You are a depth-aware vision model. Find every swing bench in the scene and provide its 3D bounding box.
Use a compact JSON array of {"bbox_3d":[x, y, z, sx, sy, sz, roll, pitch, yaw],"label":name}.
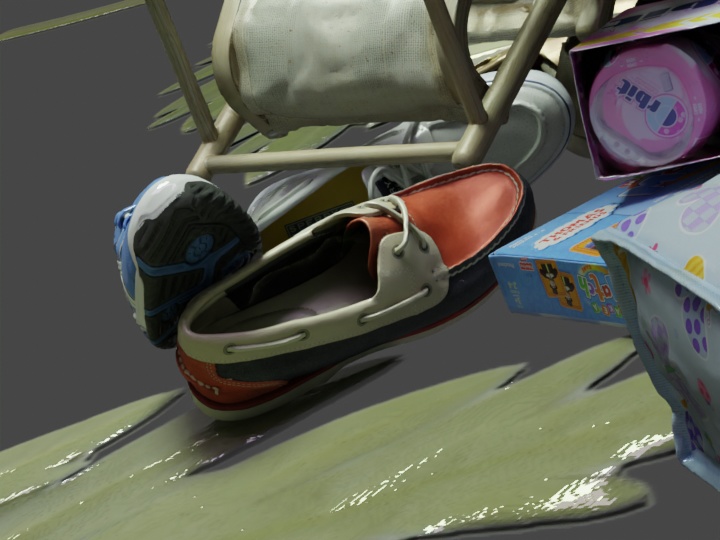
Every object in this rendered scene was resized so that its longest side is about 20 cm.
[{"bbox_3d":[0.013,-0.149,1.383,0.199,0.130,0.200,0,31,39],"label":"swing bench"}]

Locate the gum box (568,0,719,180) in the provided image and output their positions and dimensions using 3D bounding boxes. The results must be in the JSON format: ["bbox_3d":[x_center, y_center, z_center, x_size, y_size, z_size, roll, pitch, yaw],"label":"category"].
[{"bbox_3d":[0.210,-0.101,1.200,0.200,0.066,0.114,-10,11,21],"label":"gum box"}]

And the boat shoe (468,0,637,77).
[{"bbox_3d":[0.123,-0.111,1.516,0.200,0.074,0.066,-20,27,14],"label":"boat shoe"}]

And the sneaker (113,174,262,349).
[{"bbox_3d":[-0.094,-0.008,1.263,0.076,0.077,0.200,-41,-13,-10],"label":"sneaker"}]

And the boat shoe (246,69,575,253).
[{"bbox_3d":[0.021,-0.045,1.396,0.202,0.075,0.086,-21,14,13],"label":"boat shoe"}]

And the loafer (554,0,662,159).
[{"bbox_3d":[0.193,-0.132,1.430,0.200,0.068,0.076,-31,45,-8],"label":"loafer"}]

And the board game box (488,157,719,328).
[{"bbox_3d":[0.171,-0.020,1.157,0.151,0.037,0.200,-28,16,-23],"label":"board game box"}]

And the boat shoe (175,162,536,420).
[{"bbox_3d":[0.000,0.000,1.237,0.200,0.063,0.071,-29,55,-15],"label":"boat shoe"}]

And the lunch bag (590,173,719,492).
[{"bbox_3d":[0.193,0.012,0.836,0.170,0.127,0.200,-26,21,-7],"label":"lunch bag"}]
